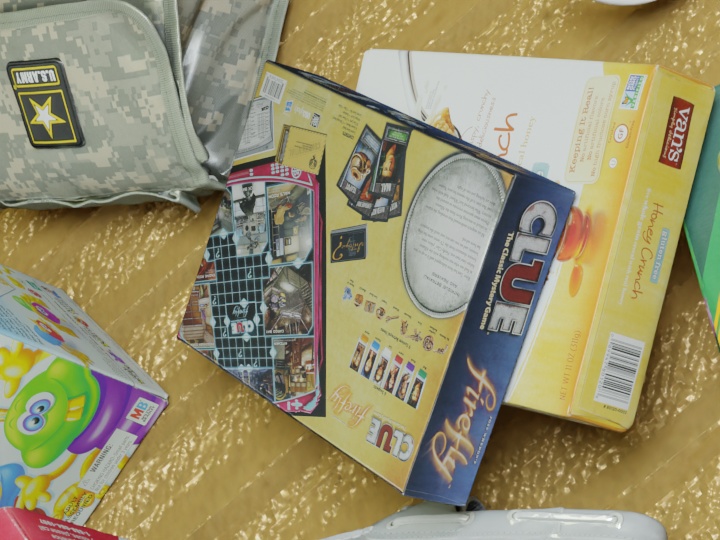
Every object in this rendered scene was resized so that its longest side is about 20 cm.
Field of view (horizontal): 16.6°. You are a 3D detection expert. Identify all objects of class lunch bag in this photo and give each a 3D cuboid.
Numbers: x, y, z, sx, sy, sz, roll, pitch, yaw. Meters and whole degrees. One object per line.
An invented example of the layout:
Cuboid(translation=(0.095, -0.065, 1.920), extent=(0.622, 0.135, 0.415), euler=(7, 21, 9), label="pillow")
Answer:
Cuboid(translation=(-0.126, -0.127, 1.207), extent=(0.163, 0.117, 0.201), euler=(-3, 78, 35), label="lunch bag")

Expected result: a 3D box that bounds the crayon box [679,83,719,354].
Cuboid(translation=(0.224, -0.042, 0.957), extent=(0.199, 0.058, 0.119), euler=(-26, 59, 26), label="crayon box")

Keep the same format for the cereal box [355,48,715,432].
Cuboid(translation=(0.054, -0.018, 1.044), extent=(0.200, 0.039, 0.145), euler=(9, 84, 54), label="cereal box")

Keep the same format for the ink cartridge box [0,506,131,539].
Cuboid(translation=(-0.100, 0.227, 1.039), extent=(0.145, 0.145, 0.200), euler=(-50, 52, 11), label="ink cartridge box")

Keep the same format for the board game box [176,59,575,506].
Cuboid(translation=(0.000, 0.000, 1.048), extent=(0.200, 0.034, 0.136), euler=(30, 104, 54), label="board game box")

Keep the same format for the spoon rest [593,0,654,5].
Cuboid(translation=(0.153, -0.196, 1.061), extent=(0.201, 0.060, 0.099), euler=(-58, 18, 3), label="spoon rest")

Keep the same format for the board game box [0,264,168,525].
Cuboid(translation=(-0.205, 0.048, 1.144), extent=(0.105, 0.200, 0.103), euler=(40, 98, 38), label="board game box")

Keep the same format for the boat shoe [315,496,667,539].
Cuboid(translation=(0.038, 0.126, 1.031), extent=(0.199, 0.072, 0.069), euler=(-8, 47, 41), label="boat shoe")

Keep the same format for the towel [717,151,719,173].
Cuboid(translation=(0.251, -0.009, 0.869), extent=(0.199, 0.172, 0.048), euler=(-24, 17, 25), label="towel")
